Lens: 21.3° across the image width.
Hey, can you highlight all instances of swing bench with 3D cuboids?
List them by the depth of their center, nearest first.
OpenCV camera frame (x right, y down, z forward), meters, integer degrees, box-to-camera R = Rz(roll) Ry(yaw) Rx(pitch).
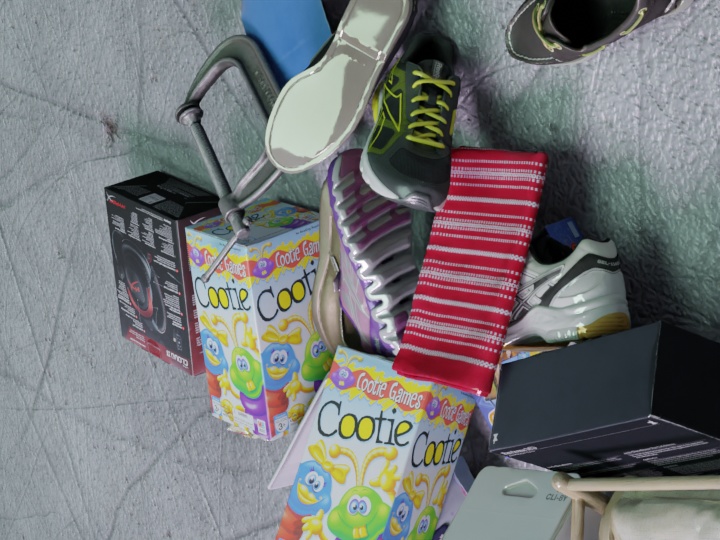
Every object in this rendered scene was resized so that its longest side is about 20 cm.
[{"bbox_3d":[0.275,0.220,1.425,0.198,0.199,0.131,-9,74,54],"label":"swing bench"}]

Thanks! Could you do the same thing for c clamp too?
[{"bbox_3d":[-0.128,-0.119,1.815,0.171,0.027,0.201,-42,52,30],"label":"c clamp"}]

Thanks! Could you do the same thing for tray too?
[{"bbox_3d":[-0.021,0.143,1.858,0.022,0.107,0.201,61,146,27],"label":"tray"}]

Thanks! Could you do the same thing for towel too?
[{"bbox_3d":[0.088,-0.002,1.563,0.144,0.022,0.202,13,88,62],"label":"towel"}]

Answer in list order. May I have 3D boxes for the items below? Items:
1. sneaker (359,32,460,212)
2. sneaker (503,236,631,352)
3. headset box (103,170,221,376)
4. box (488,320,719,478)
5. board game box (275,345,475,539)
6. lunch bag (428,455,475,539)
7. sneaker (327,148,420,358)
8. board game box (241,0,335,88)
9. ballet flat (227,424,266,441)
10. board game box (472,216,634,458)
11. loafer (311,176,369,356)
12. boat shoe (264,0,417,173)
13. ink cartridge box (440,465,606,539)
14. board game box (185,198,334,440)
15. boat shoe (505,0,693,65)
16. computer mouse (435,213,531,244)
[{"bbox_3d":[0.045,-0.128,1.593,0.201,0.074,0.085,-94,23,-52],"label":"sneaker"},{"bbox_3d":[0.145,0.019,1.547,0.199,0.075,0.089,-12,80,52],"label":"sneaker"},{"bbox_3d":[-0.199,0.011,2.068,0.148,0.075,0.202,22,124,48],"label":"headset box"},{"bbox_3d":[0.213,0.109,1.468,0.199,0.140,0.080,-20,58,56],"label":"box"},{"bbox_3d":[0.013,0.183,1.702,0.102,0.105,0.202,16,86,29],"label":"board game box"},{"bbox_3d":[0.076,0.283,1.778,0.170,0.126,0.201,53,136,23],"label":"lunch bag"},{"bbox_3d":[0.008,-0.007,1.697,0.088,0.080,0.202,-12,98,55],"label":"sneaker"},{"bbox_3d":[-0.048,-0.206,1.781,0.158,0.039,0.202,-26,79,61],"label":"board game box"},{"bbox_3d":[-0.127,0.086,2.001,0.063,0.076,0.202,-6,105,13],"label":"ballet flat"},{"bbox_3d":[0.151,0.061,1.634,0.136,0.034,0.200,62,145,13],"label":"board game box"},{"bbox_3d":[0.000,0.000,1.780,0.067,0.076,0.202,22,128,38],"label":"loafer"},{"bbox_3d":[-0.011,-0.169,1.665,0.072,0.063,0.201,37,111,8],"label":"boat shoe"},{"bbox_3d":[0.181,0.256,1.568,0.200,0.084,0.145,45,155,-23],"label":"ink cartridge box"},{"bbox_3d":[-0.090,0.047,1.893,0.103,0.104,0.202,17,121,49],"label":"board game box"},{"bbox_3d":[0.167,-0.199,1.459,0.201,0.060,0.072,-19,90,56],"label":"boat shoe"},{"bbox_3d":[0.084,-0.057,1.641,0.200,0.034,0.059,43,128,49],"label":"computer mouse"}]
